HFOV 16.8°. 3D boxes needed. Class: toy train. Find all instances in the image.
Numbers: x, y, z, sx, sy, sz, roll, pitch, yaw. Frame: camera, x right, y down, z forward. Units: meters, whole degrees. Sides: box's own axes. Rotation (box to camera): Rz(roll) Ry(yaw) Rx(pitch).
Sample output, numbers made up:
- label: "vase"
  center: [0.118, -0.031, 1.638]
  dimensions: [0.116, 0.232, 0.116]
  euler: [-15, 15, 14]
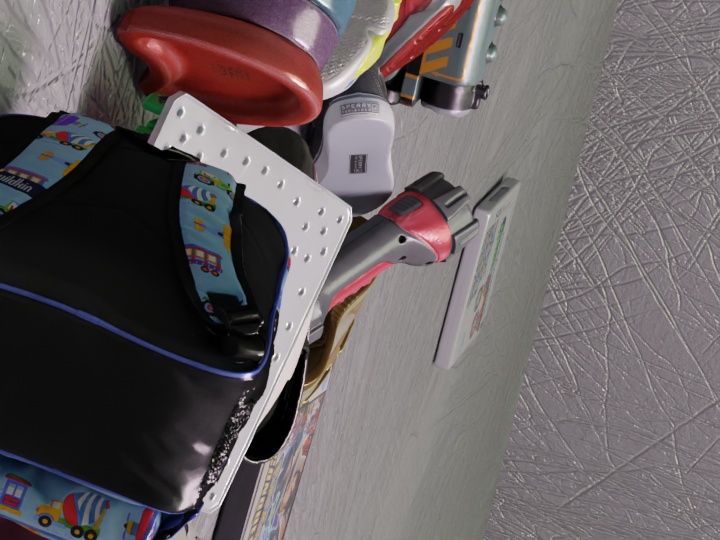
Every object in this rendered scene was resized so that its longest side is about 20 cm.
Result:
- label: "toy train"
  center: [0.061, -0.214, 1.871]
  dimensions: [0.085, 0.113, 0.201]
  euler: [-49, 155, -64]

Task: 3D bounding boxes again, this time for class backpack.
- label: "backpack"
  center: [-0.126, 0.015, 1.118]
  dimensions: [0.200, 0.182, 0.135]
  euler: [-78, -171, -65]

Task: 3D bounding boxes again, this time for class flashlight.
- label: "flashlight"
  center: [0.000, 0.000, 1.843]
  dimensions: [0.200, 0.068, 0.068]
  euler: [-36, 180, -28]

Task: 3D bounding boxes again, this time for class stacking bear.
- label: "stacking bear"
  center: [-0.049, -0.193, 1.363]
  dimensions: [0.122, 0.113, 0.201]
  euler: [75, 29, -72]

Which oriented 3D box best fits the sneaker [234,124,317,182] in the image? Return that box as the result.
- label: "sneaker"
  center: [-0.076, -0.062, 1.515]
  dimensions: [0.200, 0.075, 0.116]
  euler: [-59, 160, -50]

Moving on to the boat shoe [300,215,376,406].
- label: "boat shoe"
  center: [-0.040, 0.033, 1.898]
  dimensions: [0.200, 0.074, 0.067]
  euler: [-60, 177, -44]

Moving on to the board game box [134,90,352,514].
- label: "board game box"
  center: [-0.099, 0.021, 1.367]
  dimensions: [0.200, 0.026, 0.201]
  euler: [32, 81, -56]

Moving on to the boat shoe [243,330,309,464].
- label: "boat shoe"
  center: [-0.063, 0.041, 1.723]
  dimensions: [0.073, 0.063, 0.203]
  euler: [-4, 120, -34]

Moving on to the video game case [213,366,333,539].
- label: "video game case"
  center: [-0.077, 0.173, 2.027]
  dimensions: [0.181, 0.025, 0.201]
  euler: [-19, 126, -78]

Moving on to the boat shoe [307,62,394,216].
- label: "boat shoe"
  center: [-0.011, -0.101, 1.834]
  dimensions: [0.200, 0.069, 0.067]
  euler: [95, -8, -68]

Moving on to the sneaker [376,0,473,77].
- label: "sneaker"
  center: [0.034, -0.234, 1.794]
  dimensions: [0.200, 0.116, 0.078]
  euler: [-45, 175, 31]

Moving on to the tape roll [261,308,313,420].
- label: "tape roll"
  center: [-0.099, 0.027, 1.429]
  dimensions: [0.202, 0.037, 0.204]
  euler: [-32, 132, -43]

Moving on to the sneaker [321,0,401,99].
- label: "sneaker"
  center: [-0.007, -0.170, 1.692]
  dimensions: [0.105, 0.075, 0.201]
  euler: [95, 15, -52]

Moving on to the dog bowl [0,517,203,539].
- label: "dog bowl"
  center: [-0.161, 0.162, 1.153]
  dimensions: [0.074, 0.199, 0.200]
  euler: [65, 21, -9]

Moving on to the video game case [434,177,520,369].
- label: "video game case"
  center: [0.141, 0.002, 2.912]
  dimensions: [0.182, 0.024, 0.201]
  euler: [-43, 149, -70]
